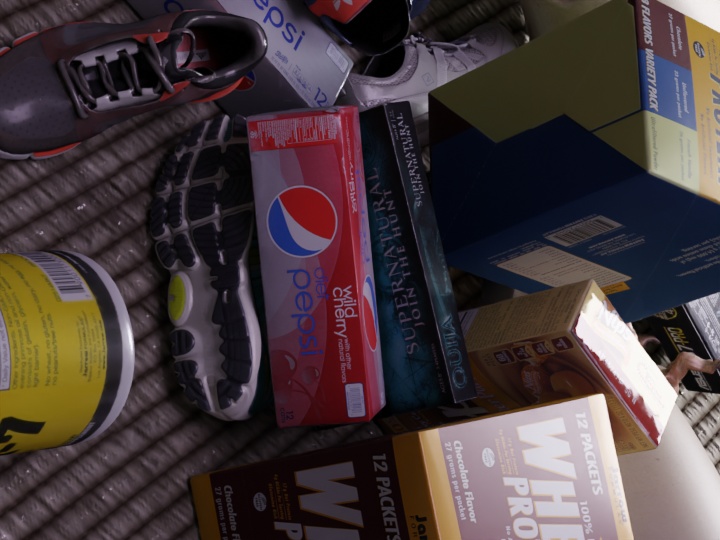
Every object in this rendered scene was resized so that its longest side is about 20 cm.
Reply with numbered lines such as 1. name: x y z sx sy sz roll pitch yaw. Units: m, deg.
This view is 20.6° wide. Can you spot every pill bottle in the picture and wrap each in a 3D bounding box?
1. pill bottle: -0.231 0.049 1.073 0.200 0.114 0.115 -4 82 -48

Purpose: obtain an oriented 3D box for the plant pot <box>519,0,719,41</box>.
1. plant pot: 0.199 -0.216 1.529 0.184 0.200 0.201 49 43 -57

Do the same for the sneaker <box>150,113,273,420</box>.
1. sneaker: -0.088 -0.001 1.298 0.080 0.077 0.201 18 69 -66

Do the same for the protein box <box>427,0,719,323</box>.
1. protein box: 0.186 -0.070 1.387 0.200 0.198 0.135 18 61 -39

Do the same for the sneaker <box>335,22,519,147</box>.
1. sneaker: 0.052 -0.150 1.479 0.200 0.075 0.082 -40 110 -46

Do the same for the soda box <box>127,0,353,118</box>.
1. soda box: -0.096 -0.179 1.327 0.200 0.068 0.064 47 48 -28

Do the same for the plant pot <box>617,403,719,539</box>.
1. plant pot: 0.176 0.149 1.469 0.187 0.187 0.200 1 67 -48

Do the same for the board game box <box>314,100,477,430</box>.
1. board game box: 0.000 0.000 1.331 0.028 0.135 0.201 -10 86 -46

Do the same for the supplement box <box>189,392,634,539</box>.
1. supplement box: 0.037 0.169 1.271 0.197 0.200 0.133 -6 83 -49

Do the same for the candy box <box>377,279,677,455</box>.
1. candy box: 0.102 0.082 1.370 0.116 0.200 0.055 52 45 -24

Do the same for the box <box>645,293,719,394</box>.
1. box: 0.282 -0.015 1.647 0.200 0.049 0.161 52 52 -46

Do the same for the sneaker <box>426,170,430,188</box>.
1. sneaker: 0.047 -0.034 1.438 0.200 0.079 0.076 -37 107 -46

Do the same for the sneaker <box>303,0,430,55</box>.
1. sneaker: 0.011 -0.184 1.386 0.085 0.075 0.200 53 19 17

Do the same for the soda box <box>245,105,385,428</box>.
1. soda box: -0.027 -0.004 1.269 0.070 0.063 0.201 -31 116 -78

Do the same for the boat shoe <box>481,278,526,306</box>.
1. boat shoe: 0.148 -0.018 1.537 0.086 0.075 0.202 17 56 -13

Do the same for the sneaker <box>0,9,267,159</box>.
1. sneaker: -0.146 -0.126 1.218 0.200 0.082 0.077 -23 97 -28

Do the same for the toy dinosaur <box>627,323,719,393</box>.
1. toy dinosaur: 0.205 0.095 1.578 0.200 0.086 0.136 41 70 -20
